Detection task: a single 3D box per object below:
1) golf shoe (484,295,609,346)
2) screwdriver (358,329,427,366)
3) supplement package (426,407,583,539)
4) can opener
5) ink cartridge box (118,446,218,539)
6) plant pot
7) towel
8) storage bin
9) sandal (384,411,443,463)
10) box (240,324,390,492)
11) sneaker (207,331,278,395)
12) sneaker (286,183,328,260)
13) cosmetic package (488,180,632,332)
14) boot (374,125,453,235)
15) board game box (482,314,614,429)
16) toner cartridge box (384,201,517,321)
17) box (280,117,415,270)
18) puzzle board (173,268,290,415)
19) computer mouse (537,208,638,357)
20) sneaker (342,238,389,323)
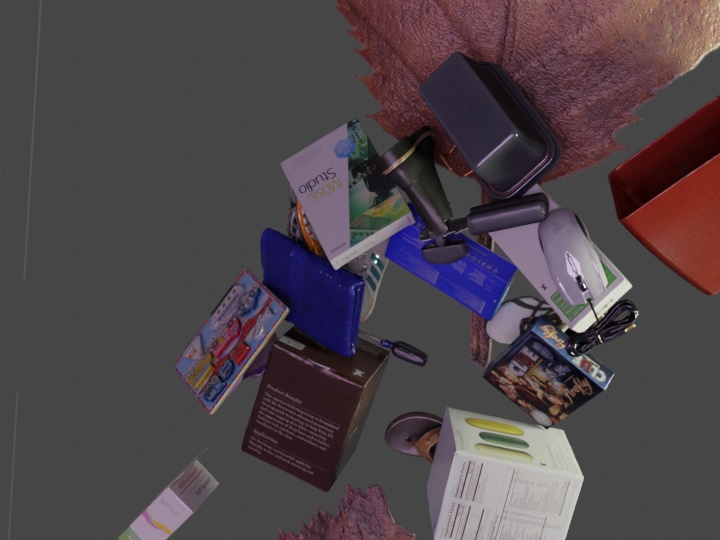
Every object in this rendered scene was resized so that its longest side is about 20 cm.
[{"bbox_3d":[0.280,0.085,1.449,0.196,0.094,0.080,-5,104,19],"label":"golf shoe"},{"bbox_3d":[0.018,0.113,1.566,0.196,0.028,0.030,19,71,7],"label":"screwdriver"},{"bbox_3d":[0.217,0.329,1.472,0.195,0.152,0.154,11,107,-4],"label":"supplement package"},{"bbox_3d":[0.178,-0.057,1.375,0.196,0.053,0.068,-11,110,22],"label":"can opener"},{"bbox_3d":[-0.331,0.418,1.706,0.067,0.117,0.200,45,112,1],"label":"ink cartridge box"},{"bbox_3d":[0.476,-0.091,1.299,0.199,0.201,0.177,-36,103,22],"label":"plant pot"},{"bbox_3d":[-0.077,0.032,1.489,0.198,0.049,0.150,30,132,30],"label":"towel"},{"bbox_3d":[0.165,-0.206,1.350,0.145,0.134,0.202,-40,66,19],"label":"storage bin"},{"bbox_3d":[0.134,0.293,1.566,0.196,0.055,0.083,20,110,10],"label":"sandal"},{"bbox_3d":[-0.071,0.212,1.549,0.163,0.164,0.203,24,109,10],"label":"box"},{"bbox_3d":[-0.183,0.146,1.561,0.079,0.201,0.090,-14,118,27],"label":"sneaker"},{"bbox_3d":[-0.091,-0.058,1.538,0.076,0.078,0.205,-4,97,36],"label":"sneaker"},{"bbox_3d":[0.286,-0.019,1.385,0.108,0.085,0.201,-45,68,12],"label":"cosmetic package"},{"bbox_3d":[0.095,-0.128,1.393,0.077,0.200,0.139,-35,93,27],"label":"boot"},{"bbox_3d":[0.277,0.158,1.435,0.135,0.035,0.201,39,151,6],"label":"board game box"},{"bbox_3d":[0.137,-0.014,1.464,0.198,0.043,0.096,32,141,13],"label":"toner cartridge box"},{"bbox_3d":[-0.022,-0.119,1.445,0.143,0.036,0.202,-30,62,2],"label":"box"},{"bbox_3d":[-0.209,0.107,1.497,0.201,0.017,0.150,-53,43,-1],"label":"puzzle board"},{"bbox_3d":[0.296,0.007,1.305,0.108,0.044,0.203,-28,72,18],"label":"computer mouse"},{"bbox_3d":[0.000,0.000,1.511,0.069,0.093,0.204,17,108,12],"label":"sneaker"}]
